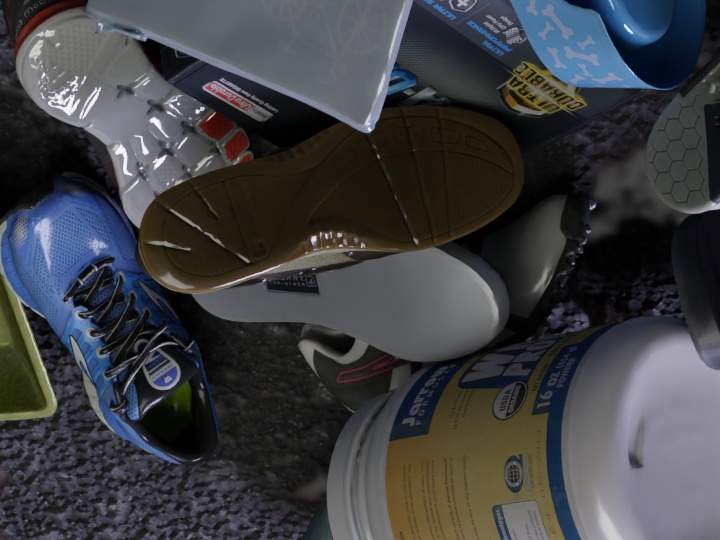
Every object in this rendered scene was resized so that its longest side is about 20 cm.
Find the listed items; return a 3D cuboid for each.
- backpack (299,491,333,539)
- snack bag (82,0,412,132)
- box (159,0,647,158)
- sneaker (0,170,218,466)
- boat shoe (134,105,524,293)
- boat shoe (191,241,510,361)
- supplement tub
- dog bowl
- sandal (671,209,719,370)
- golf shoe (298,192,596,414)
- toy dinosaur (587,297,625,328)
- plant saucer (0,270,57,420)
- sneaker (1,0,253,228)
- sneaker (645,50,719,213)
[{"bbox_3d":[0.052,0.193,1.532,0.199,0.176,0.154,29,124,-11],"label":"backpack"},{"bbox_3d":[-0.032,-0.179,1.235,0.188,0.021,0.201,23,104,31],"label":"snack bag"},{"bbox_3d":[0.023,-0.108,1.328,0.158,0.046,0.200,-28,145,27],"label":"box"},{"bbox_3d":[-0.127,0.029,1.472,0.078,0.089,0.200,-40,129,-13],"label":"sneaker"},{"bbox_3d":[-0.019,-0.036,1.333,0.199,0.065,0.074,-11,92,-17],"label":"boat shoe"},{"bbox_3d":[0.000,0.000,1.419,0.199,0.066,0.072,3,114,37],"label":"boat shoe"},{"bbox_3d":[0.093,0.107,1.359,0.199,0.145,0.145,-14,128,45],"label":"supplement tub"},{"bbox_3d":[0.096,-0.174,1.266,0.049,0.112,0.201,-11,116,35],"label":"dog bowl"},{"bbox_3d":[0.207,-0.007,1.343,0.043,0.200,0.077,-19,95,33],"label":"sandal"},{"bbox_3d":[0.046,0.018,1.458,0.088,0.077,0.200,37,125,-11],"label":"golf shoe"},{"bbox_3d":[0.178,0.066,1.434,0.199,0.136,0.086,-22,122,25],"label":"toy dinosaur"},{"bbox_3d":[-0.282,-0.001,1.512,0.198,0.048,0.201,-5,128,13],"label":"plant saucer"},{"bbox_3d":[-0.121,-0.094,1.407,0.077,0.082,0.200,-34,141,1],"label":"sneaker"},{"bbox_3d":[0.245,-0.103,1.289,0.146,0.077,0.202,-4,150,-47],"label":"sneaker"}]
